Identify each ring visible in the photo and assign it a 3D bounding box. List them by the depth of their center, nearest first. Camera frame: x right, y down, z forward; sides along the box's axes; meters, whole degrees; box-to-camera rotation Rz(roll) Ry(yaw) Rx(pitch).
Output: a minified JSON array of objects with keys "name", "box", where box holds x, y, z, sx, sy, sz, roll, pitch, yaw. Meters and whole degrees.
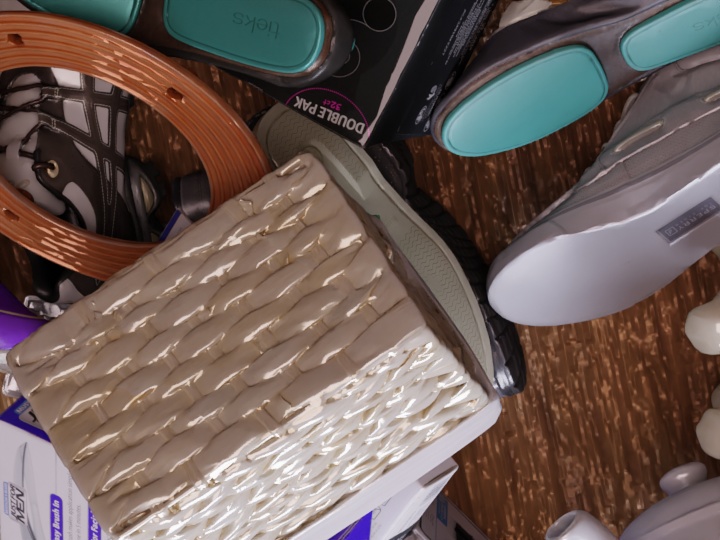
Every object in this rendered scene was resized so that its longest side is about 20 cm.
[{"name":"ring","box":[-0.133,-0.061,1.488,0.200,0.019,0.200,15,143,12]}]

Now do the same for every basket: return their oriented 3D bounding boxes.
[{"name":"basket","box":[-0.055,0.056,1.442,0.200,0.123,0.136,-35,64,1]}]

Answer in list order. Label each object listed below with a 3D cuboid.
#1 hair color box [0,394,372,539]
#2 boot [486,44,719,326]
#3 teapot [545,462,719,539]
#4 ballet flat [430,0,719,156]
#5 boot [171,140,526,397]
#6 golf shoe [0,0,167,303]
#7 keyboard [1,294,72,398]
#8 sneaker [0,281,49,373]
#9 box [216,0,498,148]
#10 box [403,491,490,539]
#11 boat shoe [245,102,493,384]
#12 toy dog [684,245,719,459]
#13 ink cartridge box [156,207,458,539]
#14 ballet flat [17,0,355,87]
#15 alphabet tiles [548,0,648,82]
[{"name":"hair color box","box":[-0.094,0.138,1.556,0.200,0.065,0.109,22,132,21]},{"name":"boot","box":[0.153,-0.050,1.589,0.200,0.096,0.074,-27,131,20]},{"name":"teapot","box":[0.198,0.170,1.558,0.197,0.200,0.146,-19,74,-7]},{"name":"ballet flat","box":[0.123,-0.125,1.566,0.200,0.073,0.073,-25,101,3]},{"name":"boot","box":[-0.006,0.007,1.628,0.132,0.070,0.200,-33,88,12]},{"name":"golf shoe","box":[-0.166,-0.077,1.589,0.078,0.094,0.200,-12,103,37]},{"name":"keyboard","box":[-0.092,0.064,1.616,0.200,0.011,0.056,14,83,-9]},{"name":"sneaker","box":[-0.238,-0.010,1.597,0.200,0.070,0.100,19,93,34]},{"name":"box","box":[-0.033,-0.175,1.526,0.200,0.124,0.149,29,103,12]},{"name":"box","box":[0.080,0.213,1.643,0.060,0.117,0.200,-43,96,10]},{"name":"boat shoe","box":[0.000,0.000,1.569,0.200,0.072,0.068,54,146,-9]},{"name":"toy dog","box":[0.263,0.054,1.547,0.194,0.200,0.140,6,105,2]},{"name":"ink cartridge box","box":[-0.041,0.062,1.558,0.200,0.037,0.095,47,135,13]},{"name":"ballet flat","box":[-0.093,-0.135,1.448,0.200,0.068,0.068,23,102,15]},{"name":"alphabet tiles","box":[0.173,-0.194,1.588,0.200,0.015,0.196,22,105,-2]}]
